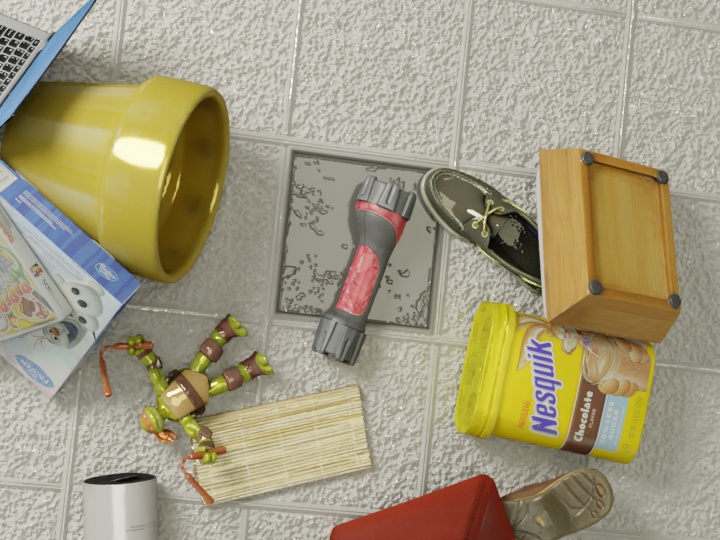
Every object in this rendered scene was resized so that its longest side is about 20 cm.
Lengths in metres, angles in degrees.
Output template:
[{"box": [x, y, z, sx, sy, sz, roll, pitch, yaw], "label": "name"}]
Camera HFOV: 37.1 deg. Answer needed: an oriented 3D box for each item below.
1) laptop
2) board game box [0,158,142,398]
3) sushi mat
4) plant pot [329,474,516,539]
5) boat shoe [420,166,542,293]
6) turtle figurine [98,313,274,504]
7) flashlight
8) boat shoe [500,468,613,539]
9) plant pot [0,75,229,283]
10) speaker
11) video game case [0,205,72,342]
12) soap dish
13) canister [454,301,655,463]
[{"box": [-0.378, -0.216, 1.063, 0.197, 0.116, 0.189, 22, 57, 4], "label": "laptop"}, {"box": [-0.342, 0.009, 1.084, 0.200, 0.199, 0.043, 42, 41, -5], "label": "board game box"}, {"box": [-0.089, 0.194, 1.194, 0.196, 0.012, 0.097, -11, 91, -8], "label": "sushi mat"}, {"box": [0.073, 0.357, 1.103, 0.197, 0.176, 0.203, -21, 92, 12], "label": "plant pot"}, {"box": [0.156, -0.049, 1.212, 0.201, 0.060, 0.072, 39, 83, -5], "label": "boat shoe"}, {"box": [-0.175, 0.135, 1.158, 0.160, 0.064, 0.201, -36, 85, -15], "label": "turtle figurine"}, {"box": [0.000, 0.000, 1.185, 0.067, 0.068, 0.203, 22, 85, -8], "label": "flashlight"}, {"box": [0.190, 0.279, 1.203, 0.198, 0.068, 0.073, -25, 81, 10], "label": "boat shoe"}, {"box": [-0.254, -0.107, 1.098, 0.186, 0.201, 0.204, 15, 86, 7], "label": "plant pot"}, {"box": [-0.251, 0.318, 1.134, 0.080, 0.081, 0.204, -2, 89, -8], "label": "speaker"}, {"box": [-0.398, -0.008, 1.058, 0.184, 0.198, 0.023, 59, 39, -18], "label": "video game case"}, {"box": [0.273, -0.032, 1.177, 0.155, 0.081, 0.204, 11, 68, -25], "label": "soap dish"}, {"box": [0.219, 0.128, 1.204, 0.197, 0.087, 0.151, 13, 87, -9], "label": "canister"}]
